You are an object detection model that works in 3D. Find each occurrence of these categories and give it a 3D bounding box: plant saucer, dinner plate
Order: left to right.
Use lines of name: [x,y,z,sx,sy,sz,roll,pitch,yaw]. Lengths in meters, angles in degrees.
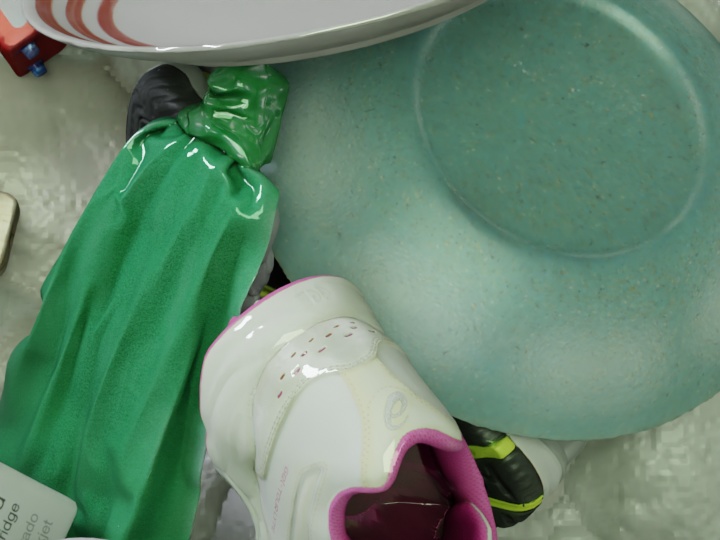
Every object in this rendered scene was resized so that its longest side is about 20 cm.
dinner plate: [-0.011,-0.101,0.797,0.200,0.200,0.024,-15,112,-4]
plant saucer: [0.061,-0.043,0.820,0.200,0.039,0.202,8,61,-14]

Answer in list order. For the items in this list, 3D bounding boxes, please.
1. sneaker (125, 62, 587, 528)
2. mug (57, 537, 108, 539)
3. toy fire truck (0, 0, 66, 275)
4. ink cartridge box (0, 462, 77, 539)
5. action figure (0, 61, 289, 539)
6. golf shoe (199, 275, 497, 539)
sneaker: [0.000,0.000,0.845,0.200,0.075,0.076,45,55,5]
mug: [-0.092,0.186,0.640,0.200,0.175,0.148,35,125,21]
toy fire truck: [-0.166,-0.032,0.844,0.200,0.049,0.141,-34,86,-7]
ink cartridge box: [-0.203,0.091,0.724,0.084,0.200,0.146,13,75,44]
action figure: [-0.067,0.023,0.794,0.118,0.055,0.200,36,114,32]
golf shoe: [0.006,0.098,0.769,0.075,0.200,0.091,-33,42,-20]
